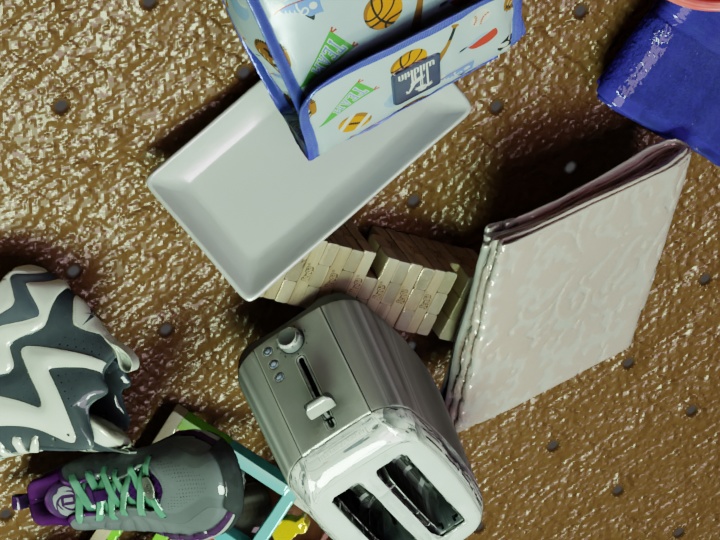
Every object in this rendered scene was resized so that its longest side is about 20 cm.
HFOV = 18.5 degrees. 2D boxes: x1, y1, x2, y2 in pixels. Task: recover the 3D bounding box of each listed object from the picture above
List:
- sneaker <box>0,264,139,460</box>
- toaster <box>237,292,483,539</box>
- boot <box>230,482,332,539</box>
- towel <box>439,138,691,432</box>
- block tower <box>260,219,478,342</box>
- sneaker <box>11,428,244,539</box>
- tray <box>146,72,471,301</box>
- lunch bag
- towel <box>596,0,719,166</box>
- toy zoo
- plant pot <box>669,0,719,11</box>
[{"bbox_3d":[-0.217,0.109,1.451,0.129,0.079,0.199,33,96,9],"label":"sneaker"},{"bbox_3d":[0.006,0.121,1.515,0.113,0.129,0.200,-32,135,7],"label":"toaster"},{"bbox_3d":[-0.021,0.233,1.676,0.199,0.068,0.189,-6,109,-25],"label":"boot"},{"bbox_3d":[0.145,0.012,1.580,0.191,0.032,0.200,-24,144,-31],"label":"towel"},{"bbox_3d":[0.000,0.000,1.538,0.200,0.058,0.054,14,112,-31],"label":"block tower"},{"bbox_3d":[-0.155,0.153,1.470,0.087,0.200,0.075,-13,89,-35],"label":"sneaker"},{"bbox_3d":[-0.034,-0.082,1.456,0.200,0.022,0.107,-41,90,-6],"label":"tray"},{"bbox_3d":[0.002,-0.182,1.380,0.170,0.124,0.200,-29,128,-6],"label":"lunch bag"},{"bbox_3d":[0.262,-0.181,1.562,0.147,0.050,0.200,23,107,-42],"label":"towel"},{"bbox_3d":[-0.082,0.203,1.578,0.200,0.020,0.131,34,105,-1],"label":"toy zoo"},{"bbox_3d":[0.201,-0.287,1.377,0.200,0.177,0.201,-12,125,-18],"label":"plant pot"}]
